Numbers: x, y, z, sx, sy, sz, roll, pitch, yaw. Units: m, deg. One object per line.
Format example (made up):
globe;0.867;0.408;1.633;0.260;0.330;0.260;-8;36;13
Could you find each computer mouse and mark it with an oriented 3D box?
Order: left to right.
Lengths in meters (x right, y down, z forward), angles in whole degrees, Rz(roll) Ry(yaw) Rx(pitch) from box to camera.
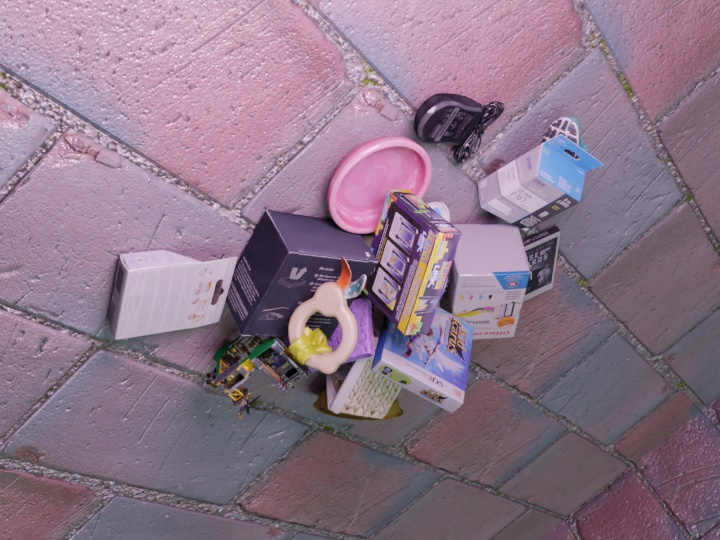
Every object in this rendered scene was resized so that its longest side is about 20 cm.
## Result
computer mouse;0.153;-0.260;1.464;0.199;0.053;0.139;2;132;-51

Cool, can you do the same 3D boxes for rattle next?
rattle;-0.036;0.076;1.484;0.143;0.130;0.201;13;97;-56

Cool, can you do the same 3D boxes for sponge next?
sponge;-0.067;0.130;1.609;0.199;0.112;0.030;-17;152;23

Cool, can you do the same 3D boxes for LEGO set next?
LEGO set;-0.180;0.179;1.592;0.200;0.154;0.116;-39;116;6

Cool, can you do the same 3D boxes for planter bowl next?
planter bowl;-0.002;0.263;1.847;0.199;0.200;0.084;2;95;-36

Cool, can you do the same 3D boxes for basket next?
basket;0.021;0.187;1.695;0.123;0.136;0.201;16;125;-17

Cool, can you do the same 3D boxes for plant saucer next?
plant saucer;0.028;-0.156;1.481;0.199;0.051;0.201;-19;139;-17

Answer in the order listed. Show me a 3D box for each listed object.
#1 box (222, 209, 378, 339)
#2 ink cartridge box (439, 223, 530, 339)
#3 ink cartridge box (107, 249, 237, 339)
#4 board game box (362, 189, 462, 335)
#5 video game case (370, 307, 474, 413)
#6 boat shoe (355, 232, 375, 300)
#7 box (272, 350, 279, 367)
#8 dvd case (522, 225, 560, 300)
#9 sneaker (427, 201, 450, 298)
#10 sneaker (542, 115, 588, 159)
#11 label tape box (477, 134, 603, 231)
box;-0.110;0.012;1.508;0.196;0.118;0.200;6;129;-39
ink cartridge box;0.247;0.025;1.723;0.146;0.145;0.201;-2;137;-4
ink cartridge box;-0.324;0.034;1.447;0.199;0.047;0.161;-9;136;-36
board game box;0.083;-0.016;1.467;0.056;0.165;0.201;-2;122;-34
video game case;0.124;0.147;1.613;0.181;0.201;0.045;29;133;-12
boat shoe;-0.001;-0.002;1.608;0.063;0.074;0.202;13;129;-41
box;-0.092;0.137;1.723;0.199;0.032;0.121;-32;144;0
dvd case;0.379;-0.001;1.917;0.150;0.025;0.201;-23;142;-13
sneaker;0.132;-0.034;1.634;0.072;0.072;0.201;-10;109;-27
sneaker;0.409;-0.237;1.665;0.080;0.077;0.200;-45;150;-17
label tape box;0.347;-0.163;1.614;0.143;0.067;0.199;23;143;-38
